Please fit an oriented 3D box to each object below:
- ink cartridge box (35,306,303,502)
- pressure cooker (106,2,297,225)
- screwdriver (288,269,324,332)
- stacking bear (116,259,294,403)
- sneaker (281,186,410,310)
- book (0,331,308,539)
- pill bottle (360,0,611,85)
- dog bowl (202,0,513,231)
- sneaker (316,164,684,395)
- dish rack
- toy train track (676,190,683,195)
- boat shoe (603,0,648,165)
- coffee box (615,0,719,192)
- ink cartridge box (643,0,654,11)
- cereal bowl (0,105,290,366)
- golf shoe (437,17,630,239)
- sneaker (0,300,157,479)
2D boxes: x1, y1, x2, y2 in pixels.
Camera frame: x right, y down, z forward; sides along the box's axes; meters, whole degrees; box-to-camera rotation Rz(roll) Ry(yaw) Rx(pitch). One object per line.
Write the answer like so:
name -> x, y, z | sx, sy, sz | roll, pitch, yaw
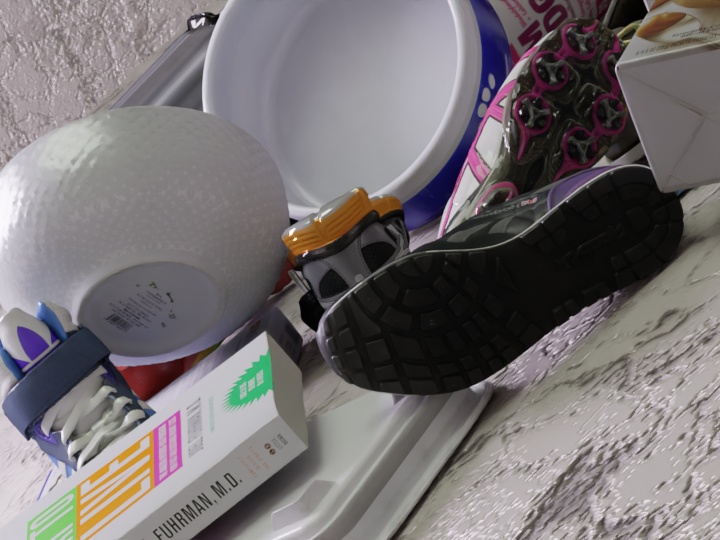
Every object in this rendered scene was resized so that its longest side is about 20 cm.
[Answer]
ink cartridge box -> -0.126, 0.105, 1.849 | 0.200, 0.037, 0.095 | -34, 14, 15
pressure cooker -> -0.096, -0.099, 2.151 | 0.176, 0.179, 0.200 | -30, 16, 49
screwdriver -> -0.036, 0.020, 1.908 | 0.200, 0.028, 0.029 | -156, 87, -79
stacking bear -> -0.142, 0.033, 1.971 | 0.121, 0.114, 0.200 | -33, 15, 29
sneaker -> 0.000, 0.000, 1.770 | 0.078, 0.077, 0.200 | -33, -5, 8
book -> -0.114, 0.126, 1.532 | 0.200, 0.048, 0.134 | -38, 15, 7
pill bottle -> 0.082, -0.168, 2.016 | 0.200, 0.113, 0.113 | -45, 13, -21
dog bowl -> -0.002, -0.124, 1.902 | 0.200, 0.200, 0.079 | -36, -25, 18
sneaker -> 0.069, 0.005, 1.493 | 0.200, 0.076, 0.088 | -23, 12, -8
dish rack -> -0.034, 0.119, 1.502 | 0.200, 0.044, 0.172 | -28, 17, 46
toy train track -> 0.178, -0.069, 1.562 | 0.200, 0.033, 0.115 | -42, 12, -7
boat shoe -> 0.167, -0.121, 1.717 | 0.072, 0.060, 0.202 | -34, 13, 25
coffee box -> 0.221, -0.130, 1.484 | 0.114, 0.080, 0.200 | -10, 26, 28
ink cartridge box -> 0.253, -0.238, 1.707 | 0.200, 0.086, 0.146 | -20, 17, 14
cereal bowl -> -0.136, -0.006, 1.793 | 0.200, 0.200, 0.083 | -35, 47, 21
golf shoe -> 0.087, -0.057, 1.617 | 0.092, 0.073, 0.200 | -21, 38, 61
sneaker -> -0.166, 0.089, 1.700 | 0.081, 0.146, 0.200 | -43, 24, -3
